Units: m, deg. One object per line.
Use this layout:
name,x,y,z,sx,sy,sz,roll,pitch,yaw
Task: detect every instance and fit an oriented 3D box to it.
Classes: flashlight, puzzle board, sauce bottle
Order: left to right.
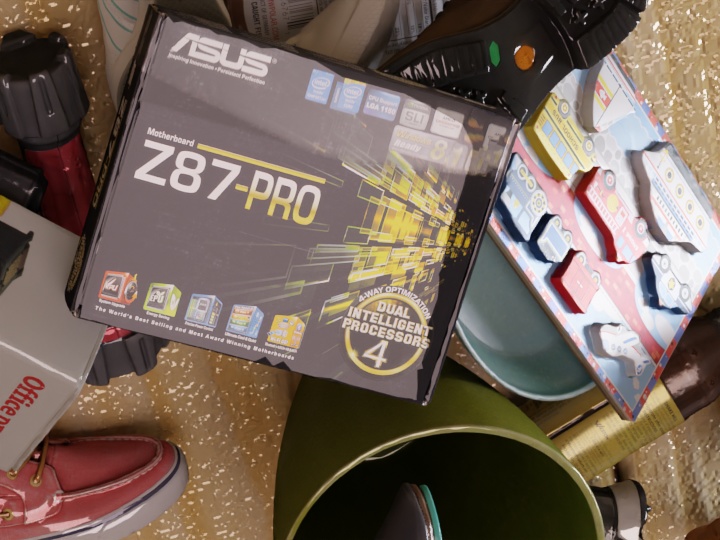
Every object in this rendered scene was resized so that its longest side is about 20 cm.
flashlight,-0.161,-0.032,1.264,0.067,0.068,0.201,4,126,23
puzzle board,0.147,-0.031,1.314,0.200,0.017,0.151,52,57,-32
sauce bottle,0.181,0.073,1.404,0.199,0.065,0.065,-30,119,4

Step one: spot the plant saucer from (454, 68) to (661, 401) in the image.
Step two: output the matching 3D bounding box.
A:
plant saucer,0.101,-0.025,1.306,0.199,0.036,0.201,0,90,-45

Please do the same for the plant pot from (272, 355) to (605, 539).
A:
plant pot,0.026,0.122,1.315,0.186,0.200,0.188,-5,117,-10

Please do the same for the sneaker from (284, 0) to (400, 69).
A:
sneaker,-0.058,-0.088,1.226,0.088,0.075,0.201,34,92,9

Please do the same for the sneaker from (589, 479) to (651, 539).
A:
sneaker,0.124,0.226,1.470,0.090,0.067,0.201,7,111,-13

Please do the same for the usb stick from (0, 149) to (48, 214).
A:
usb stick,-0.264,-0.072,1.210,0.199,0.033,0.056,25,131,-4

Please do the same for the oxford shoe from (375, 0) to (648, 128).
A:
oxford shoe,0.060,-0.112,1.224,0.199,0.084,0.073,-32,115,-15

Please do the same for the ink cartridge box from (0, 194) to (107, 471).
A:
ink cartridge box,-0.243,0.011,1.203,0.199,0.083,0.146,28,147,-12

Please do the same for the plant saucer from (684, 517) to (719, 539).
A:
plant saucer,0.304,0.187,1.419,0.199,0.200,0.033,4,97,-15

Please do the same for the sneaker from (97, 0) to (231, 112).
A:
sneaker,-0.113,-0.162,1.218,0.070,0.080,0.201,-17,140,-21

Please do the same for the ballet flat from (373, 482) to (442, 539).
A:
ballet flat,0.023,0.206,1.205,0.073,0.073,0.201,-15,121,-5

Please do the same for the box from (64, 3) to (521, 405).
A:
box,-0.036,-0.032,1.152,0.199,0.049,0.162,16,98,-15

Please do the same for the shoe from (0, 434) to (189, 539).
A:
shoe,-0.207,0.120,1.331,0.199,0.072,0.091,-15,124,0

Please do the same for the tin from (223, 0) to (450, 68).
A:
tin,0.018,-0.165,1.263,0.199,0.042,0.113,-12,123,-8
